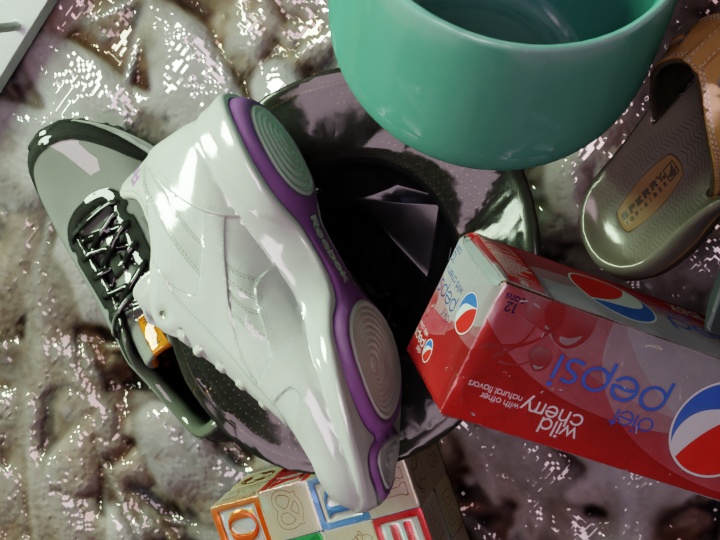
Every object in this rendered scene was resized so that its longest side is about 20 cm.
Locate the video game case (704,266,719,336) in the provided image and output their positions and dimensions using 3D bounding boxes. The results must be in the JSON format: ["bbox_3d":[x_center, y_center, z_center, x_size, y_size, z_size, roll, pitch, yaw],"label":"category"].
[{"bbox_3d":[0.258,-0.012,0.660,0.198,0.026,0.182,14,141,8],"label":"video game case"}]

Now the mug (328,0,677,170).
[{"bbox_3d":[0.054,-0.134,0.727,0.151,0.115,0.186,-18,62,-17],"label":"mug"}]

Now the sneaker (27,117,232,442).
[{"bbox_3d":[-0.110,0.004,0.851,0.074,0.079,0.201,-38,87,21],"label":"sneaker"}]

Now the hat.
[{"bbox_3d":[0.000,0.000,0.813,0.198,0.081,0.203,1,93,12],"label":"hat"}]

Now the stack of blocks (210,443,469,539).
[{"bbox_3d":[0.011,0.197,0.861,0.114,0.059,0.202,-18,95,19],"label":"stack of blocks"}]

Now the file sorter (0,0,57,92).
[{"bbox_3d":[-0.272,-0.128,0.851,0.138,0.124,0.201,39,108,6],"label":"file sorter"}]

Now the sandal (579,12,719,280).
[{"bbox_3d":[0.150,-0.074,0.706,0.200,0.054,0.082,-51,48,37],"label":"sandal"}]

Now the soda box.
[{"bbox_3d":[0.126,0.051,0.747,0.198,0.064,0.071,19,108,-21],"label":"soda box"}]

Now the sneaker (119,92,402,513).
[{"bbox_3d":[-0.046,0.024,0.753,0.099,0.075,0.202,-28,80,20],"label":"sneaker"}]
